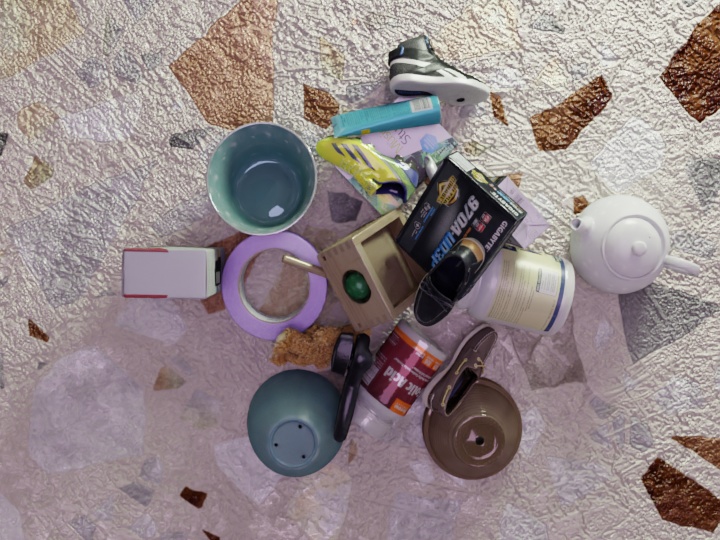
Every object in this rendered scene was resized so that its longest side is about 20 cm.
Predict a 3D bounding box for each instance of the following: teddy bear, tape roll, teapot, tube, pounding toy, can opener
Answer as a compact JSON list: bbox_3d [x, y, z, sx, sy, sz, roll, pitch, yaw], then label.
[{"bbox_3d":[-0.073,0.146,1.347,0.197,0.068,0.146,7,138,-32],"label":"teddy bear"},{"bbox_3d":[-0.160,0.025,1.370,0.196,0.066,0.205,0,96,-1],"label":"tape roll"},{"bbox_3d":[0.494,-0.044,1.345,0.197,0.146,0.200,-25,96,0],"label":"teapot"},{"bbox_3d":[0.045,-0.276,1.314,0.196,0.078,0.051,-10,122,-3],"label":"tube"},{"bbox_3d":[0.000,0.000,1.313,0.141,0.199,0.186,-23,98,44],"label":"pounding toy"},{"bbox_3d":[-0.019,0.209,1.315,0.077,0.063,0.204,11,102,8],"label":"can opener"}]

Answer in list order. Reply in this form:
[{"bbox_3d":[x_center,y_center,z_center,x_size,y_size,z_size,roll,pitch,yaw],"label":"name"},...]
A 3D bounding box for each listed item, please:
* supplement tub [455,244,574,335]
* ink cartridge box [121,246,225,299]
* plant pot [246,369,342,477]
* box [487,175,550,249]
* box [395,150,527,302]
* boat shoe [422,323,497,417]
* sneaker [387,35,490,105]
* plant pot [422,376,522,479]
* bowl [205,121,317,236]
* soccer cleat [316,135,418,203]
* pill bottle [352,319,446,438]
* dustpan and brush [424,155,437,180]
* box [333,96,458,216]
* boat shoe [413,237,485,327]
[{"bbox_3d":[0.278,0.030,1.345,0.196,0.145,0.148,13,95,-3],"label":"supplement tub"},{"bbox_3d":[-0.326,0.000,1.295,0.142,0.200,0.085,0,93,-2],"label":"ink cartridge box"},{"bbox_3d":[-0.122,0.301,1.365,0.196,0.135,0.205,0,95,-1],"label":"plant pot"},{"bbox_3d":[0.255,-0.106,1.303,0.060,0.200,0.117,-43,97,4],"label":"box"},{"bbox_3d":[0.163,-0.072,1.222,0.159,0.046,0.201,44,132,14],"label":"box"},{"bbox_3d":[0.200,0.189,1.374,0.200,0.059,0.072,-47,132,-14],"label":"boat shoe"},{"bbox_3d":[0.146,-0.375,1.337,0.196,0.073,0.114,3,72,-19],"label":"sneaker"},{"bbox_3d":[0.220,0.313,1.399,0.196,0.093,0.205,0,96,-1],"label":"plant pot"},{"bbox_3d":[-0.173,-0.153,1.320,0.196,0.105,0.205,0,81,-1],"label":"bowl"},{"bbox_3d":[0.010,-0.182,1.315,0.197,0.065,0.085,19,76,-5],"label":"soccer cleat"},{"bbox_3d":[0.063,0.205,1.371,0.113,0.114,0.201,35,94,-5],"label":"pill bottle"},{"bbox_3d":[0.148,-0.117,1.318,0.139,0.057,0.203,-30,80,38],"label":"dustpan and brush"},{"bbox_3d":[0.066,-0.216,1.368,0.144,0.036,0.200,43,94,-5],"label":"box"},{"bbox_3d":[0.137,0.027,1.217,0.075,0.062,0.201,43,133,11],"label":"boat shoe"}]
